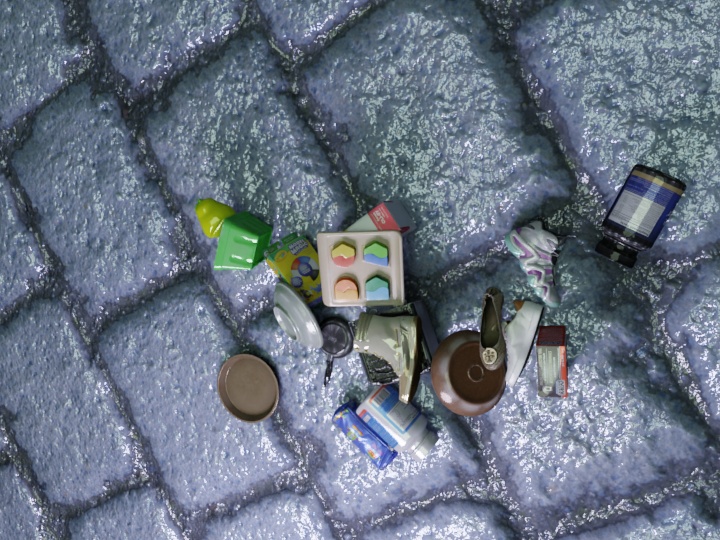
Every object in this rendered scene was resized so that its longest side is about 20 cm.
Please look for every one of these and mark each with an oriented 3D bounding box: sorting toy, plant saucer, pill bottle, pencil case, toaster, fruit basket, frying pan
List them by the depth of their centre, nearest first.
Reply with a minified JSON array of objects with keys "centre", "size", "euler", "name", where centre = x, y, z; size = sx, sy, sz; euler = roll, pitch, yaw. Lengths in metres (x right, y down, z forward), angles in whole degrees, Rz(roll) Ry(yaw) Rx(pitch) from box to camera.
[{"centre":[0.579,-0.112,1.262],"size":[0.112,0.112,0.201],"euler":[28,106,15],"name":"pill bottle"},{"centre":[0.000,0.000,1.384],"size":[0.199,0.037,0.186],"euler":[0,112,10],"name":"sorting toy"},{"centre":[0.262,0.238,1.400],"size":[0.199,0.037,0.201],"euler":[3,80,-18],"name":"plant saucer"},{"centre":[0.092,0.181,1.476],"size":[0.180,0.119,0.201],"euler":[-19,90,22],"name":"toaster"},{"centre":[0.095,0.381,1.504],"size":[0.200,0.112,0.112],"euler":[42,109,11],"name":"pill bottle"},{"centre":[-0.172,0.125,1.537],"size":[0.050,0.200,0.200],"euler":[-34,82,-23],"name":"plant saucer"},{"centre":[0.015,0.424,1.556],"size":[0.200,0.078,0.087],"euler":[43,138,10],"name":"pencil case"},{"centre":[-0.344,-0.095,1.557],"size":[0.215,0.215,0.156],"euler":[20,103,17],"name":"fruit basket"},{"centre":[-0.088,0.207,1.597],"size":[0.115,0.031,0.190],"euler":[38,105,13],"name":"frying pan"},{"centre":[-0.313,0.329,1.694],"size":[0.199,0.029,0.201],"euler":[3,98,21],"name":"plant saucer"}]

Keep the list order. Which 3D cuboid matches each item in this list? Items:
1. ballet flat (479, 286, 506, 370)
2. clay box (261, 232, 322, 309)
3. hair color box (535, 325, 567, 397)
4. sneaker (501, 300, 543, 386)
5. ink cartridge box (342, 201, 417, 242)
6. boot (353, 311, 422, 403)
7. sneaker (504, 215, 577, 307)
[{"centre":[0.299,0.128,1.379],"size":[0.067,0.046,0.201],"euler":[-12,58,37],"name":"ballet flat"},{"centre":[-0.154,-0.002,1.549],"size":[0.200,0.115,0.048],"euler":[54,154,5],"name":"clay box"},{"centre":[0.420,0.194,1.312],"size":[0.064,0.200,0.112],"euler":[-2,97,20],"name":"hair color box"},{"centre":[0.360,0.166,1.405],"size":[0.084,0.073,0.201],"euler":[17,91,20],"name":"sneaker"},{"centre":[0.020,-0.078,1.455],"size":[0.200,0.145,0.084],"euler":[-36,84,20],"name":"ink cartridge box"},{"centre":[0.060,0.199,1.389],"size":[0.154,0.072,0.201],"euler":[4,93,19],"name":"boot"},{"centre":[0.429,-0.028,1.346],"size":[0.140,0.078,0.200],"euler":[-33,85,22],"name":"sneaker"}]
